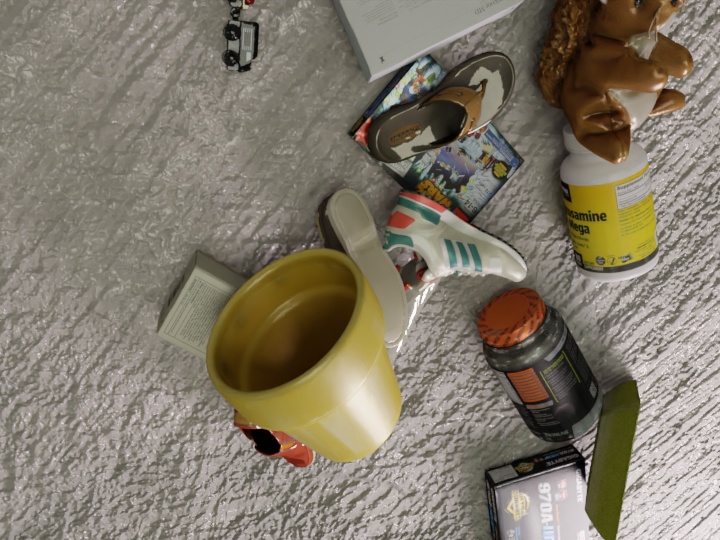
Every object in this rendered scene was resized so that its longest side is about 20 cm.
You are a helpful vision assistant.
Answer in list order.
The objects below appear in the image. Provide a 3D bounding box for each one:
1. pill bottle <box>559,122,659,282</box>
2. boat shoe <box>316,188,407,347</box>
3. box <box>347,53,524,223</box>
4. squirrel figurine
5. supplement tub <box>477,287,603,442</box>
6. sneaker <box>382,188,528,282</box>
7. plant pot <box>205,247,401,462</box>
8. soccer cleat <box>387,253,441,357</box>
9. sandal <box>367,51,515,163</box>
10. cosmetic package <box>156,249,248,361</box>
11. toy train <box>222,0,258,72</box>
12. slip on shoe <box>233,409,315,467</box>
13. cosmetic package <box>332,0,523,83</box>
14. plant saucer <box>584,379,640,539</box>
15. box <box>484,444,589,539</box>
[{"bbox_3d":[0.326,-0.098,0.901,0.110,0.113,0.204,-20,112,-5],"label":"pill bottle"},{"bbox_3d":[0.000,0.000,0.860,0.071,0.059,0.204,-25,96,-31],"label":"boat shoe"},{"bbox_3d":[0.098,-0.157,0.867,0.199,0.040,0.137,40,98,-22],"label":"box"},{"bbox_3d":[0.280,-0.265,0.784,0.140,0.200,0.189,-32,137,-15],"label":"squirrel figurine"},{"bbox_3d":[0.251,0.132,0.959,0.121,0.123,0.202,-34,113,1],"label":"supplement tub"},{"bbox_3d":[0.114,-0.019,0.855,0.197,0.070,0.095,29,92,-16],"label":"sneaker"},{"bbox_3d":[-0.044,0.112,0.779,0.198,0.202,0.190,-34,128,1],"label":"plant pot"},{"bbox_3d":[0.050,0.059,0.922,0.077,0.070,0.200,36,105,-27],"label":"soccer cleat"},{"bbox_3d":[0.100,-0.187,0.805,0.196,0.055,0.083,-25,113,-3],"label":"sandal"},{"bbox_3d":[-0.149,0.073,0.873,0.198,0.073,0.105,32,99,-21],"label":"cosmetic package"},{"bbox_3d":[-0.128,-0.326,0.759,0.045,0.034,0.206,0,109,-16],"label":"toy train"},{"bbox_3d":[-0.116,0.221,0.908,0.072,0.062,0.202,2,144,22],"label":"slip on shoe"},{"bbox_3d":[0.066,-0.330,0.774,0.196,0.052,0.154,-26,95,-2],"label":"cosmetic package"},{"bbox_3d":[0.368,0.270,1.004,0.047,0.199,0.206,10,94,20],"label":"plant saucer"},{"bbox_3d":[0.288,0.396,1.101,0.155,0.046,0.205,-13,111,-8],"label":"box"}]
